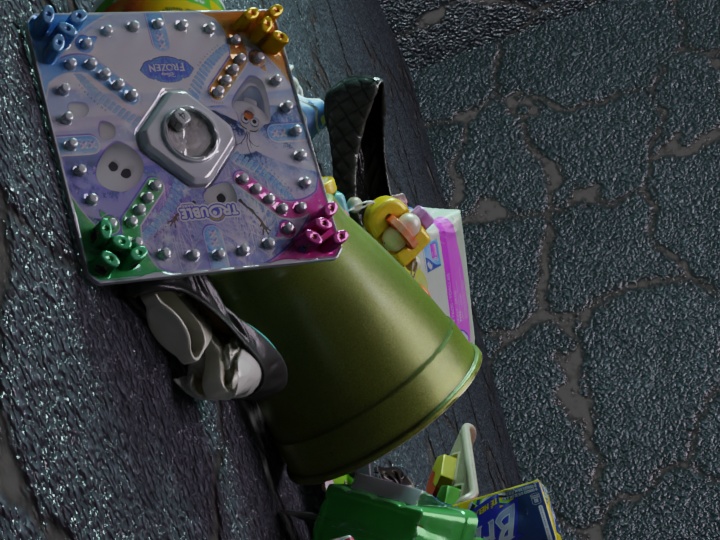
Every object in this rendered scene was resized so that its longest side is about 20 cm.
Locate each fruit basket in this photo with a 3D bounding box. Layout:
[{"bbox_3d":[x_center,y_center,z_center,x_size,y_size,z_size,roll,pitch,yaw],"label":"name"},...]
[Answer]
[{"bbox_3d":[0.058,0.235,1.541,0.199,0.184,0.094,20,82,-49],"label":"fruit basket"}]

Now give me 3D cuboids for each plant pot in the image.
[{"bbox_3d":[-0.029,0.045,1.563,0.194,0.200,0.200,57,11,-12],"label":"plant pot"}]

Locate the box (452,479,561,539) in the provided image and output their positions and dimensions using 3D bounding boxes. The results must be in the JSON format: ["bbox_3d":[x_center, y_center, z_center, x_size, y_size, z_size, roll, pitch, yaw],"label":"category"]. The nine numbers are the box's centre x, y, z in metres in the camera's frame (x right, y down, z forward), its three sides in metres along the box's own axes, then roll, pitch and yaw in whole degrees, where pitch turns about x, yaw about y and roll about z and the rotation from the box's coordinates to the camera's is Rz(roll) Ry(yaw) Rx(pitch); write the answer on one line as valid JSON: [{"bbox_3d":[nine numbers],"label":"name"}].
[{"bbox_3d":[0.092,0.264,1.763,0.070,0.199,0.065,47,26,-73],"label":"box"}]

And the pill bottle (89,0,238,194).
[{"bbox_3d":[-0.141,-0.117,1.359,0.111,0.110,0.201,60,14,-54],"label":"pill bottle"}]

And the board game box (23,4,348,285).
[{"bbox_3d":[-0.118,-0.095,1.268,0.026,0.199,0.201,-38,-117,53],"label":"board game box"}]

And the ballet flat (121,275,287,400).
[{"bbox_3d":[-0.119,0.052,1.327,0.200,0.068,0.069,51,29,-40],"label":"ballet flat"}]

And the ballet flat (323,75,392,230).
[{"bbox_3d":[0.009,-0.083,1.701,0.066,0.057,0.201,-19,100,-52],"label":"ballet flat"}]

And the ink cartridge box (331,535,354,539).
[{"bbox_3d":[-0.001,0.317,1.414,0.200,0.084,0.145,60,14,-55],"label":"ink cartridge box"}]

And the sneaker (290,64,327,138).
[{"bbox_3d":[-0.099,-0.171,1.762,0.200,0.077,0.076,49,-14,40],"label":"sneaker"}]

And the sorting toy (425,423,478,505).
[{"bbox_3d":[0.077,0.274,1.927,0.200,0.036,0.186,-77,-172,-72],"label":"sorting toy"}]

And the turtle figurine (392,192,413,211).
[{"bbox_3d":[-0.051,-0.016,1.895,0.194,0.199,0.145,-46,142,-59],"label":"turtle figurine"}]

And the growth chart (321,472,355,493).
[{"bbox_3d":[-0.009,0.254,1.674,0.145,0.018,0.201,43,39,-69],"label":"growth chart"}]

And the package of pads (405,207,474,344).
[{"bbox_3d":[0.033,0.038,1.811,0.200,0.068,0.156,-25,115,-48],"label":"package of pads"}]

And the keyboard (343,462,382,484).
[{"bbox_3d":[0.011,0.265,1.666,0.127,0.020,0.201,57,25,-59],"label":"keyboard"}]

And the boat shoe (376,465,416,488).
[{"bbox_3d":[0.024,0.229,1.859,0.201,0.066,0.072,50,20,-73],"label":"boat shoe"}]

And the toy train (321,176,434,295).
[{"bbox_3d":[0.000,0.000,1.659,0.199,0.151,0.056,21,2,-24],"label":"toy train"}]
